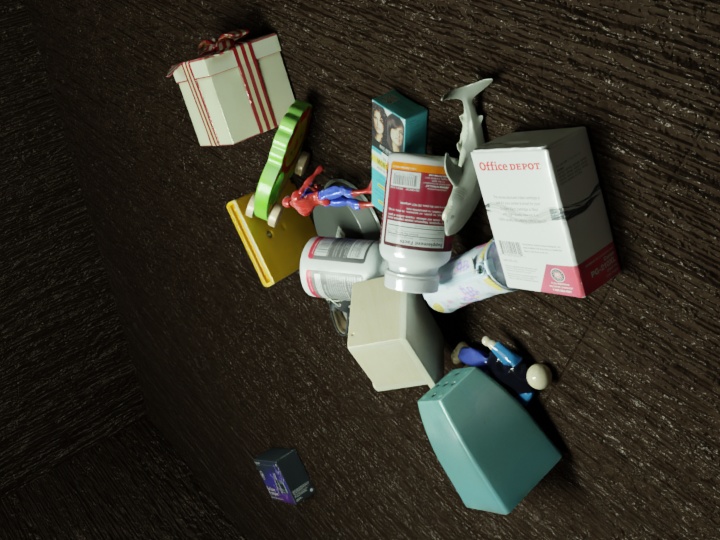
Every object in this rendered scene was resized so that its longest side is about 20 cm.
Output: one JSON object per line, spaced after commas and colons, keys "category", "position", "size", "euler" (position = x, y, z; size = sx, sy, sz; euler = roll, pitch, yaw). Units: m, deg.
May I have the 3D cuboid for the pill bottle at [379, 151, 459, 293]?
{"category": "pill bottle", "position": [0.087, -0.073, 1.250], "size": [0.112, 0.112, 0.204], "euler": [18, 105, 52]}

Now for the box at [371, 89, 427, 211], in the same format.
{"category": "box", "position": [0.061, -0.180, 1.339], "size": [0.082, 0.049, 0.202], "euler": [38, 144, 37]}

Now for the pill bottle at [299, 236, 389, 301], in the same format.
{"category": "pill bottle", "position": [0.000, 0.000, 1.475], "size": [0.197, 0.111, 0.112], "euler": [6, 123, 27]}

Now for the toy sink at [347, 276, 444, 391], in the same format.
{"category": "toy sink", "position": [0.061, 0.122, 1.410], "size": [0.110, 0.132, 0.201], "euler": [-11, 141, 20]}

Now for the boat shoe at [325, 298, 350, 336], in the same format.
{"category": "boat shoe", "position": [-0.038, 0.059, 1.648], "size": [0.074, 0.060, 0.201], "euler": [38, 158, 28]}

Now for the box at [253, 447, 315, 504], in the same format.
{"category": "box", "position": [-0.229, 0.610, 2.466], "size": [0.199, 0.078, 0.143], "euler": [-21, 93, 62]}

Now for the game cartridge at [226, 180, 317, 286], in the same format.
{"category": "game cartridge", "position": [-0.163, -0.081, 1.649], "size": [0.032, 0.199, 0.179], "euler": [-22, 96, 33]}

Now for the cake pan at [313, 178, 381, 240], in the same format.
{"category": "cake pan", "position": [-0.026, -0.075, 1.585], "size": [0.200, 0.036, 0.203], "euler": [39, 144, 36]}

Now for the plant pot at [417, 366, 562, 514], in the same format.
{"category": "plant pot", "position": [0.195, 0.266, 1.354], "size": [0.201, 0.141, 0.141], "euler": [54, 158, -3]}

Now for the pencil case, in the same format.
{"category": "pencil case", "position": [0.173, 0.010, 1.271], "size": [0.084, 0.090, 0.200], "euler": [61, 153, -1]}

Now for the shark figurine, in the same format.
{"category": "shark figurine", "position": [0.171, -0.164, 1.170], "size": [0.088, 0.128, 0.218], "euler": [11, 108, 25]}

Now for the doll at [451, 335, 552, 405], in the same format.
{"category": "doll", "position": [0.229, 0.160, 1.344], "size": [0.199, 0.048, 0.138], "euler": [7, 128, 56]}

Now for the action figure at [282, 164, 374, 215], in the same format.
{"category": "action figure", "position": [-0.050, -0.151, 1.492], "size": [0.197, 0.100, 0.066], "euler": [-6, 141, 25]}

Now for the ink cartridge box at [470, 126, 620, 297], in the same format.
{"category": "ink cartridge box", "position": [0.242, -0.079, 1.086], "size": [0.144, 0.084, 0.203], "euler": [9, 122, 56]}

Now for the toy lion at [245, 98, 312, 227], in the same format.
{"category": "toy lion", "position": [-0.142, -0.207, 1.521], "size": [0.068, 0.202, 0.192], "euler": [23, 155, 2]}

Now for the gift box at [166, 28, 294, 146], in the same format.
{"category": "gift box", "position": [-0.247, -0.347, 1.563], "size": [0.183, 0.199, 0.190], "euler": [6, 118, 51]}
